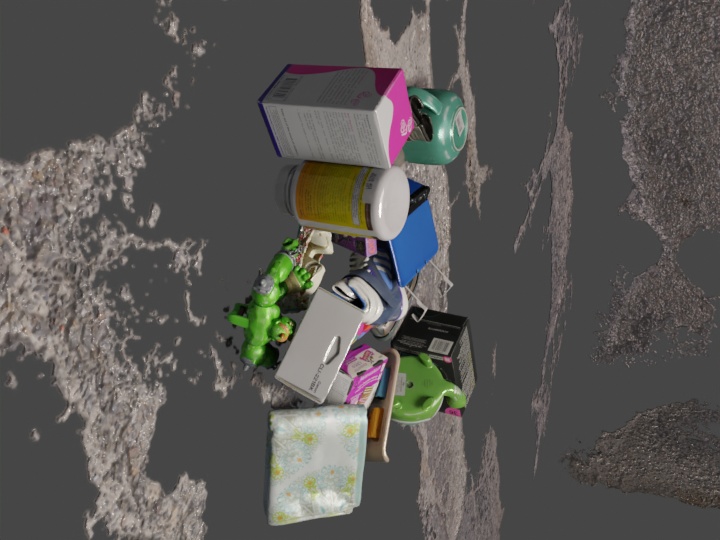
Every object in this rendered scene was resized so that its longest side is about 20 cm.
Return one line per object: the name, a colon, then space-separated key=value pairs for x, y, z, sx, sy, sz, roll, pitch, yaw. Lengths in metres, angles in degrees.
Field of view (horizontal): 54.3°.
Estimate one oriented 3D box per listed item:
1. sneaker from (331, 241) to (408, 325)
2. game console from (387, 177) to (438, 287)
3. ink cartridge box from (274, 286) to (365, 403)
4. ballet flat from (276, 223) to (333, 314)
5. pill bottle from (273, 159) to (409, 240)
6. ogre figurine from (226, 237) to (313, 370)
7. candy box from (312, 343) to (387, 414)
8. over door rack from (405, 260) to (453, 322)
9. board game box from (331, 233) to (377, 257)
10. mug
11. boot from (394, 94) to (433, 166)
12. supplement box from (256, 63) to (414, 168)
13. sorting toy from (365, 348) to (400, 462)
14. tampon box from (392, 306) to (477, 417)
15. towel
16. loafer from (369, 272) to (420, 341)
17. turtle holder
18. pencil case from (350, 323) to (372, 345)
sneaker: x=0.000 y=0.000 z=1.240 sx=0.144 sy=0.080 sz=0.204 roll=3 pitch=60 yaw=-49
game console: x=0.054 y=-0.086 z=1.291 sx=0.200 sy=0.168 sz=0.121 roll=-40 pitch=150 yaw=-56
ink cartridge box: x=-0.063 y=0.119 z=1.082 sx=0.147 sy=0.082 sz=0.200 roll=-64 pitch=180 yaw=-10
ballet flat: x=-0.080 y=-0.019 z=1.143 sx=0.076 sy=0.062 sz=0.205 roll=47 pitch=57 yaw=-56
pill bottle: x=-0.031 y=-0.112 z=1.059 sx=0.109 sy=0.196 sz=0.112 roll=-29 pitch=124 yaw=-55
ogre figurine: x=-0.135 y=0.066 z=1.036 sx=0.202 sy=0.097 sz=0.120 roll=-57 pitch=175 yaw=23
candy box: x=-0.032 y=0.248 z=1.264 sx=0.135 sy=0.060 sz=0.204 roll=-19 pitch=132 yaw=-59
over door rack: x=0.107 y=-0.022 z=1.401 sx=0.202 sy=0.066 sz=0.147 roll=56 pitch=36 yaw=1
board game box: x=-0.024 y=-0.134 z=1.155 sx=0.032 sy=0.119 sz=0.205 roll=-24 pitch=120 yaw=-37
mug: x=0.149 y=-0.294 z=1.444 sx=0.184 sy=0.112 sz=0.157 roll=-21 pitch=117 yaw=-59
boot: x=0.078 y=-0.247 z=1.303 sx=0.200 sy=0.128 sz=0.069 roll=52 pitch=54 yaw=-55
supplement box: x=-0.034 y=-0.227 z=1.019 sx=0.102 sy=0.196 sz=0.105 roll=-58 pitch=145 yaw=-34
sorting toy: x=0.025 y=0.261 z=1.348 sx=0.185 sy=0.035 sz=0.206 roll=138 pitch=-40 yaw=-69
tampon box: x=0.174 y=0.210 z=1.611 sx=0.127 sy=0.146 sz=0.203 roll=-55 pitch=143 yaw=-40
towel: x=-0.075 y=0.322 z=1.170 sx=0.167 sy=0.048 sz=0.206 roll=-2 pitch=107 yaw=-22
loafer: x=0.068 y=0.042 z=1.446 sx=0.063 sy=0.070 sz=0.204 roll=46 pitch=60 yaw=-50
turtle holder: x=0.122 y=0.257 z=1.508 sx=0.182 sy=0.143 sz=0.133 roll=-23 pitch=148 yaw=-10
pencil case: x=-0.009 y=0.085 z=1.294 sx=0.199 sy=0.086 sz=0.091 roll=-31 pitch=126 yaw=-54
